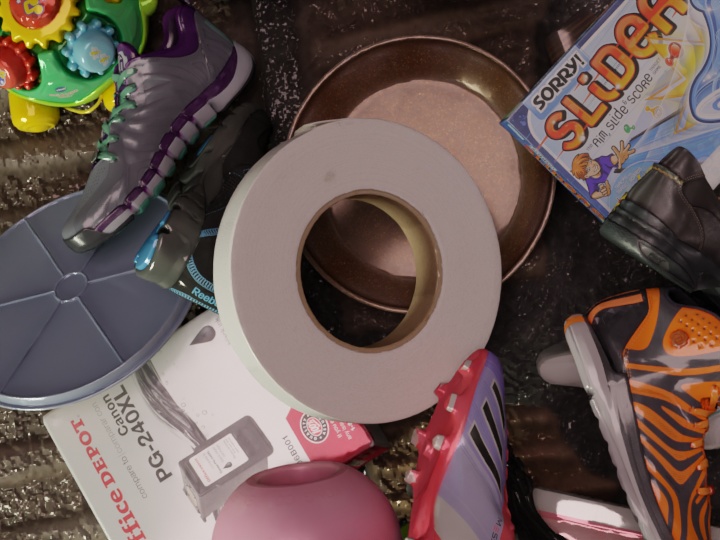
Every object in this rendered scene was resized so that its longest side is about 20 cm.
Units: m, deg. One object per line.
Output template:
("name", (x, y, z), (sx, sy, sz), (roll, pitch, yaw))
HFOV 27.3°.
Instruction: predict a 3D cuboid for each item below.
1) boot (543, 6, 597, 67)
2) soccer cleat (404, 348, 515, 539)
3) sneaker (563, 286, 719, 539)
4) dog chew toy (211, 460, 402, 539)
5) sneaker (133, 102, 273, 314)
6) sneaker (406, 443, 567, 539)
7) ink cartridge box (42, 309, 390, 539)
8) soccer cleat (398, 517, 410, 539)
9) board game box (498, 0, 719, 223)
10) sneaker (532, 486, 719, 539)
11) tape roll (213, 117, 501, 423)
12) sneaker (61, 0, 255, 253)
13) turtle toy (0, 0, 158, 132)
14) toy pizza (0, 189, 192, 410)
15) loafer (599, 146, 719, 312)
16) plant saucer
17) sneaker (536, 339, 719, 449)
("boot", (0.231, -0.148, 1.041), (0.200, 0.070, 0.147), (-37, 86, 5))
("soccer cleat", (0.068, 0.142, 0.928), (0.076, 0.067, 0.201), (26, 52, -11))
("sneaker", (0.211, 0.103, 0.933), (0.111, 0.078, 0.201), (-21, 83, 7))
("dog chew toy", (-0.028, 0.228, 0.952), (0.123, 0.125, 0.202), (-6, 96, 9))
("sneaker", (-0.093, -0.042, 1.043), (0.082, 0.201, 0.073), (34, 130, -12))
("sneaker", (0.092, 0.193, 0.976), (0.079, 0.074, 0.201), (-50, 47, 26))
("ink cartridge box", (-0.102, 0.116, 1.054), (0.199, 0.083, 0.146), (-33, 80, 4))
("soccer cleat", (-0.007, 0.258, 1.030), (0.200, 0.068, 0.081), (-40, 72, 0))
("board game box", (0.209, -0.126, 0.992), (0.135, 0.034, 0.200), (42, 89, -4))
("sneaker", (0.199, 0.215, 0.996), (0.199, 0.075, 0.106), (10, 81, 18))
("tape roll", (0.000, 0.000, 0.986), (0.201, 0.037, 0.205), (2, 86, -24))
("sneaker", (-0.165, -0.107, 1.065), (0.088, 0.074, 0.200), (45, 66, -21))
("turtle toy", (-0.247, -0.183, 1.102), (0.198, 0.101, 0.147), (-10, 82, 8))
("toy pizza", (-0.202, 0.020, 1.069), (0.199, 0.032, 0.201), (-12, 49, 13))
("loafer", (0.235, -0.014, 0.959), (0.073, 0.200, 0.073), (37, 98, 40))
("plant saucer", (0.043, -0.068, 1.074), (0.199, 0.037, 0.202), (-1, 84, 9))
("sneaker", (0.218, 0.083, 1.012), (0.199, 0.070, 0.081), (3, 100, 15))
